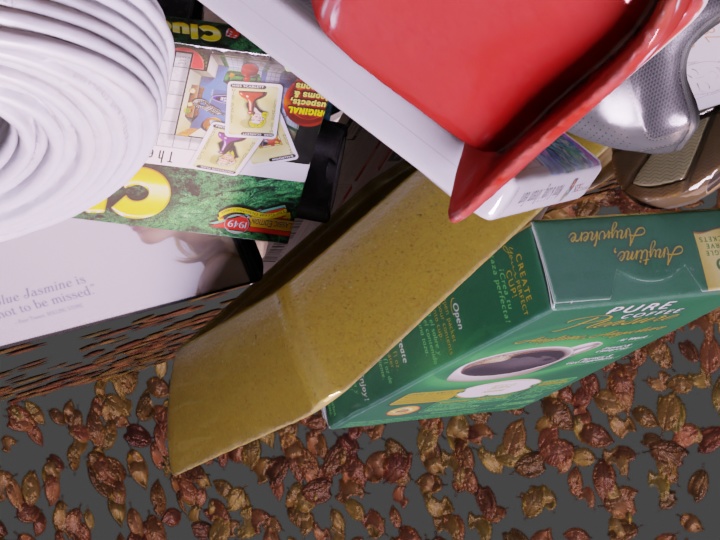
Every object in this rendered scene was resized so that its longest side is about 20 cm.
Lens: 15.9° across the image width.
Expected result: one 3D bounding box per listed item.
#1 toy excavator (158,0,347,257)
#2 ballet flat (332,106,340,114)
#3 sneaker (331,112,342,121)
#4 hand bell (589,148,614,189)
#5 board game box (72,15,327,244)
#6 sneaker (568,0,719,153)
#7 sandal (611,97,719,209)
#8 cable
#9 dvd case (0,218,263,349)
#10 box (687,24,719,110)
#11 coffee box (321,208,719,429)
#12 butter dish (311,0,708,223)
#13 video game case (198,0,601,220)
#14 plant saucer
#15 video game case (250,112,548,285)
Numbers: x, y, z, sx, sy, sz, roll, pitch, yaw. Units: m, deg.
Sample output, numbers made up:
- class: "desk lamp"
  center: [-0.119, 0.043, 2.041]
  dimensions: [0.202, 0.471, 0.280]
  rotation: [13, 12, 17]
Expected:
- class: "toy excavator"
  center: [-0.052, -0.077, 1.257]
  dimensions: [0.099, 0.195, 0.200]
  rotation: [10, -160, 2]
- class: "ballet flat"
  center: [-0.086, -0.106, 1.408]
  dimensions: [0.199, 0.068, 0.064]
  rotation: [-15, -158, -29]
- class: "sneaker"
  center: [-0.001, -0.092, 1.631]
  dimensions: [0.075, 0.092, 0.200]
  rotation: [-21, 175, 15]
- class: "hand bell"
  center: [0.065, -0.109, 1.497]
  dimensions: [0.104, 0.105, 0.200]
  rotation: [-16, -163, -29]
- class: "board game box"
  center: [-0.117, -0.066, 1.097]
  dimensions: [0.199, 0.024, 0.105]
  rotation: [6, 134, -12]
- class: "sneaker"
  center: [0.126, -0.139, 1.010]
  dimensions: [0.084, 0.201, 0.074]
  rotation: [22, -172, 6]
- class: "sandal"
  center: [0.179, -0.097, 1.205]
  dimensions: [0.081, 0.055, 0.200]
  rotation: [-10, -141, 34]
- class: "cable"
  center: [-0.170, -0.070, 0.987]
  dimensions: [0.199, 0.070, 0.200]
  rotation: [-14, 154, 14]
- class: "dvd case"
  center: [-0.138, -0.051, 1.135]
  dimensions: [0.142, 0.018, 0.200]
  rotation: [-14, 132, 8]
- class: "box"
  center: [0.143, -0.145, 1.118]
  dimensions: [0.199, 0.098, 0.124]
  rotation: [-16, 143, 30]
- class: "coffee box"
  center: [0.078, 0.024, 1.211]
  dimensions: [0.123, 0.044, 0.200]
  rotation: [-4, 164, -32]
- class: "butter dish"
  center: [0.041, -0.145, 0.851]
  dimensions: [0.147, 0.200, 0.200]
  rotation: [24, 158, -11]
- class: "video game case"
  center: [-0.001, -0.091, 1.033]
  dimensions: [0.024, 0.200, 0.182]
  rotation: [-55, 170, 12]
- class: "plant saucer"
  center: [0.000, 0.000, 1.172]
  dimensions: [0.200, 0.049, 0.200]
  rotation: [-42, -174, -26]
- class: "video game case"
  center: [0.034, -0.046, 1.360]
  dimensions: [0.200, 0.018, 0.144]
  rotation: [2, -125, 53]
